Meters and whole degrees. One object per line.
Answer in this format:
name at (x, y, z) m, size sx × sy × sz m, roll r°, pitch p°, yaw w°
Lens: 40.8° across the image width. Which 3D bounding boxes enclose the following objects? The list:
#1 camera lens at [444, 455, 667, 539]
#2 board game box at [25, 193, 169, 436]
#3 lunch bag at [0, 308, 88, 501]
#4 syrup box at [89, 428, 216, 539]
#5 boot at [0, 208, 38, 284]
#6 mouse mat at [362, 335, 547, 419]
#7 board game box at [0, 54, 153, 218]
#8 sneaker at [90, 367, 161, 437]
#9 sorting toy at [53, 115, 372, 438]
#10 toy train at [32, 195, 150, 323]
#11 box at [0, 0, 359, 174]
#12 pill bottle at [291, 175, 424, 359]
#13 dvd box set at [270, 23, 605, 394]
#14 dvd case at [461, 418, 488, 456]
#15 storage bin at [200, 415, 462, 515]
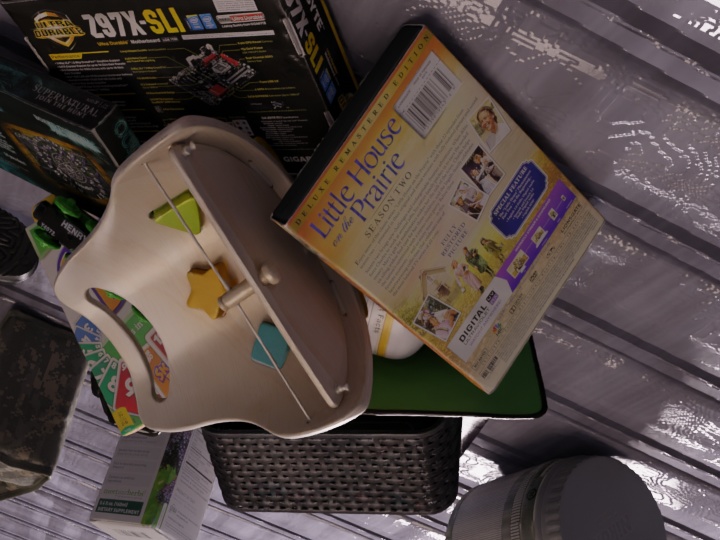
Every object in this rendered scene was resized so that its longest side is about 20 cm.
camera lens at (0.193, 0.285, 0.999) m, size 0.158 × 0.162 × 0.200 m, roll 29°, pitch 146°, yaw -18°
board game box at (-0.189, 0.018, 0.765) m, size 0.095 × 0.202 × 0.030 m, roll -28°, pitch 173°, yaw 12°
lunch bag at (-0.394, 0.161, 1.088) m, size 0.116 × 0.166 × 0.200 m, roll 24°, pitch 147°, yaw -22°
syrup box at (-0.187, 0.171, 0.971) m, size 0.077 × 0.203 × 0.082 m, roll -1°, pitch 147°, yaw 26°
boot at (-0.387, 0.008, 0.948) m, size 0.163 × 0.066 × 0.201 m, roll 27°, pitch 144°, yaw 1°
mouse mat at (0.036, 0.064, 0.735) m, size 0.196 × 0.162 × 0.008 m, roll 2°, pitch 117°, yaw 2°
board game box at (-0.221, -0.094, 0.693) m, size 0.198 × 0.028 × 0.136 m, roll 25°, pitch 155°, yaw 27°
sneaker at (-0.179, 0.087, 0.876) m, size 0.075 × 0.117 × 0.199 m, roll 2°, pitch 176°, yaw 18°
sorting toy at (-0.107, 0.021, 0.630) m, size 0.178 × 0.107 × 0.202 m, roll -28°, pitch 101°, yaw 22°
toy train at (-0.154, 0.011, 0.714) m, size 0.199 × 0.042 × 0.056 m, roll 38°, pitch -170°, yaw 0°
box at (-0.107, -0.132, 0.628) m, size 0.197 × 0.050 × 0.161 m, roll 2°, pitch 142°, yaw 24°
pill bottle at (0.000, 0.000, 0.713) m, size 0.197 × 0.113 × 0.113 m, roll 15°, pitch 148°, yaw 3°
dvd box set at (0.057, -0.033, 0.617) m, size 0.199 × 0.147 × 0.029 m, roll 38°, pitch 173°, yaw -30°
dvd case at (0.039, 0.146, 0.944) m, size 0.146 × 0.016 × 0.201 m, roll 16°, pitch 147°, yaw -2°
storage bin at (-0.019, 0.116, 0.792) m, size 0.196 × 0.136 × 0.095 m, roll -2°, pitch 128°, yaw 12°
